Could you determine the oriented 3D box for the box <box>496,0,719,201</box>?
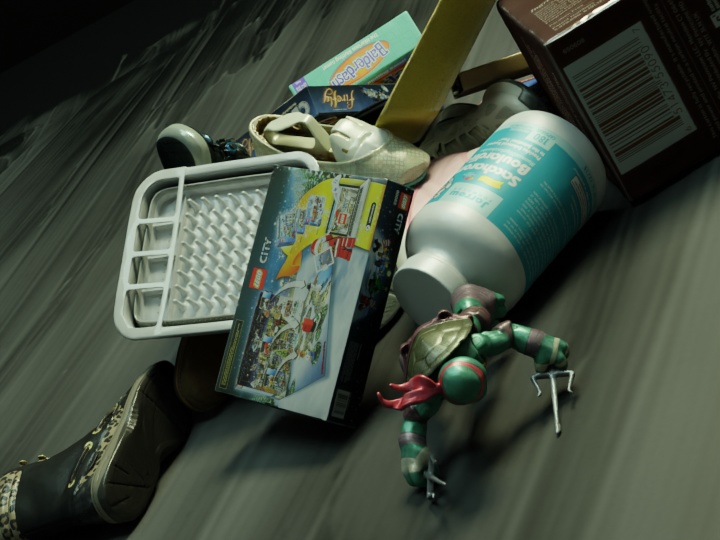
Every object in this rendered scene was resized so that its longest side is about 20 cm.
[{"bbox_3d":[0.243,-0.192,1.476,0.164,0.166,0.200,-32,20,4],"label":"box"}]

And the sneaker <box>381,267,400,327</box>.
[{"bbox_3d":[0.000,0.000,1.540,0.080,0.070,0.201,-39,21,39],"label":"sneaker"}]

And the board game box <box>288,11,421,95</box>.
[{"bbox_3d":[0.011,-0.202,1.883,0.152,0.045,0.200,-32,-13,3],"label":"board game box"}]

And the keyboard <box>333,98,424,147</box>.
[{"bbox_3d":[-0.021,-0.101,1.758,0.199,0.104,0.040,-26,18,24],"label":"keyboard"}]

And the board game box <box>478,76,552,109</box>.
[{"bbox_3d":[0.193,-0.178,1.733,0.199,0.020,0.103,-15,27,40],"label":"board game box"}]

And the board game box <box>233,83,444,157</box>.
[{"bbox_3d":[-0.023,-0.153,1.796,0.199,0.035,0.135,-8,-18,-46],"label":"board game box"}]

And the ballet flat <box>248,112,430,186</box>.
[{"bbox_3d":[-0.028,-0.112,1.549,0.199,0.063,0.068,6,44,38],"label":"ballet flat"}]

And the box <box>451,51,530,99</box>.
[{"bbox_3d":[0.188,-0.214,1.679,0.199,0.021,0.163,-18,3,1],"label":"box"}]

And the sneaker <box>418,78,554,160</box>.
[{"bbox_3d":[0.106,-0.110,1.617,0.116,0.076,0.200,-50,14,-19],"label":"sneaker"}]

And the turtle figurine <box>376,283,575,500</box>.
[{"bbox_3d":[0.076,0.075,1.224,0.149,0.101,0.200,-31,14,5],"label":"turtle figurine"}]

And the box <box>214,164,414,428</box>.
[{"bbox_3d":[-0.039,0.018,1.396,0.136,0.038,0.201,10,84,44],"label":"box"}]

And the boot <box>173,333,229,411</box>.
[{"bbox_3d":[-0.101,0.041,1.540,0.201,0.074,0.075,-57,25,-13],"label":"boot"}]

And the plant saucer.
[{"bbox_3d":[0.075,-0.206,1.599,0.201,0.048,0.200,-62,2,-7],"label":"plant saucer"}]

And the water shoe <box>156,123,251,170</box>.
[{"bbox_3d":[-0.152,-0.110,1.677,0.079,0.072,0.200,-40,-11,-13],"label":"water shoe"}]

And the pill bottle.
[{"bbox_3d":[0.111,-0.035,1.394,0.110,0.111,0.200,-7,32,50],"label":"pill bottle"}]

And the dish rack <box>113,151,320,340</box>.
[{"bbox_3d":[-0.122,-0.015,1.528,0.199,0.044,0.173,-7,62,26],"label":"dish rack"}]

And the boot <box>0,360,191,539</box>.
[{"bbox_3d":[-0.241,0.169,1.517,0.150,0.073,0.201,-23,28,26],"label":"boot"}]

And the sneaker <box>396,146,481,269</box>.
[{"bbox_3d":[0.091,-0.045,1.486,0.104,0.076,0.201,-17,31,20],"label":"sneaker"}]
